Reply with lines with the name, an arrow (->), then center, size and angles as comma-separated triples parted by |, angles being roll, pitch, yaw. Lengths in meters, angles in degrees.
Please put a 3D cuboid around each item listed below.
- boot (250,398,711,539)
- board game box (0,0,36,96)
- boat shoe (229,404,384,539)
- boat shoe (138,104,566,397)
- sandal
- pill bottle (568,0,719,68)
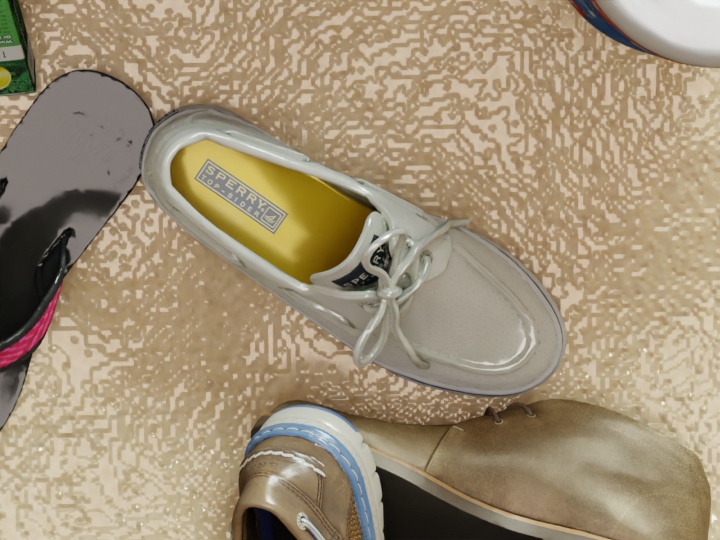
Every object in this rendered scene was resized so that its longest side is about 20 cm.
boot -> 0.053, 0.086, 1.187 | 0.200, 0.074, 0.076 | 19, 66, 2
board game box -> -0.240, -0.098, 1.139 | 0.200, 0.105, 0.023 | -7, 55, -1
boat shoe -> -0.019, 0.159, 1.156 | 0.072, 0.072, 0.200 | -4, 116, 28
boat shoe -> 0.002, -0.005, 1.150 | 0.202, 0.086, 0.075 | 33, 94, -11
sandal -> -0.157, 0.004, 1.174 | 0.075, 0.045, 0.200 | 31, 95, -5
pill bottle -> 0.129, -0.137, 1.084 | 0.112, 0.200, 0.112 | 0, 96, -1
